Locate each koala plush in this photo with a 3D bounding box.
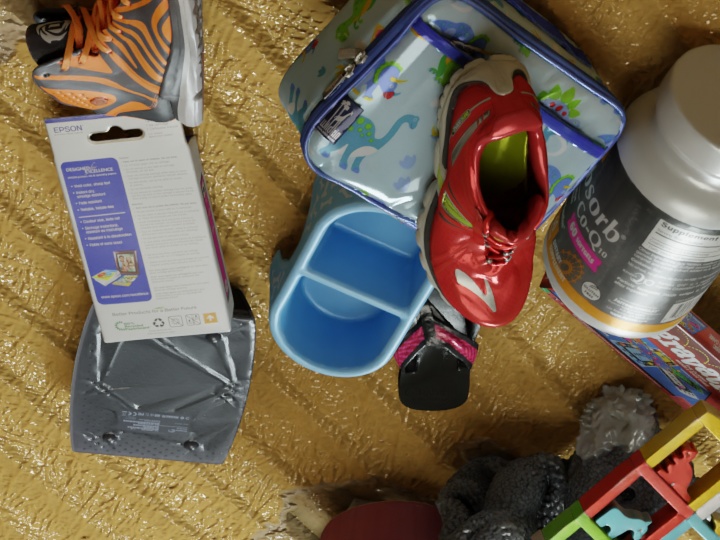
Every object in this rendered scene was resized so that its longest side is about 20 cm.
[{"bbox_3d":[0.179,0.188,1.958,0.200,0.184,0.177,-35,117,14],"label":"koala plush"}]

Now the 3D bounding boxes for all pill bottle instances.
[{"bbox_3d":[0.208,-0.052,1.641,0.116,0.117,0.200,11,142,-15],"label":"pill bottle"}]

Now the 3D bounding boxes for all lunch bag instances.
[{"bbox_3d":[0.061,-0.106,1.572,0.161,0.083,0.200,-45,129,16],"label":"lunch bag"}]

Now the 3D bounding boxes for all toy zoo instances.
[{"bbox_3d":[0.246,0.183,1.867,0.200,0.020,0.131,-41,116,11],"label":"toy zoo"}]

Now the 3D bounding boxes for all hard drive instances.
[{"bbox_3d":[-0.152,0.076,1.878,0.134,0.042,0.200,5,143,-8],"label":"hard drive"}]

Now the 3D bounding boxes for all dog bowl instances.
[{"bbox_3d":[0.000,0.000,1.738,0.111,0.050,0.200,23,134,-7],"label":"dog bowl"}]

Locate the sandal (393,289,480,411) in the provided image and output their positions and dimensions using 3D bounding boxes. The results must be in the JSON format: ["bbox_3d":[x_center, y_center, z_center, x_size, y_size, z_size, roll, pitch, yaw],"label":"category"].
[{"bbox_3d":[0.057,0.060,1.852,0.075,0.045,0.200,-1,144,4],"label":"sandal"}]

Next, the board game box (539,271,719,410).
[{"bbox_3d":[0.230,0.057,1.823,0.103,0.020,0.200,1,151,49],"label":"board game box"}]

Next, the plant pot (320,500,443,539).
[{"bbox_3d":[0.030,0.296,2.019,0.199,0.180,0.200,1,144,0],"label":"plant pot"}]

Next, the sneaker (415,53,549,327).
[{"bbox_3d":[0.081,-0.035,1.524,0.077,0.085,0.201,-13,131,-11],"label":"sneaker"}]

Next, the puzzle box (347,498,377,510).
[{"bbox_3d":[0.027,0.267,2.152,0.133,0.026,0.200,11,143,-13],"label":"puzzle box"}]

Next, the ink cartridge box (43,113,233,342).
[{"bbox_3d":[-0.151,-0.037,1.709,0.094,0.037,0.201,-5,131,7],"label":"ink cartridge box"}]

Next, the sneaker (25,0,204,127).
[{"bbox_3d":[-0.154,-0.155,1.533,0.112,0.078,0.200,0,144,-2],"label":"sneaker"}]
